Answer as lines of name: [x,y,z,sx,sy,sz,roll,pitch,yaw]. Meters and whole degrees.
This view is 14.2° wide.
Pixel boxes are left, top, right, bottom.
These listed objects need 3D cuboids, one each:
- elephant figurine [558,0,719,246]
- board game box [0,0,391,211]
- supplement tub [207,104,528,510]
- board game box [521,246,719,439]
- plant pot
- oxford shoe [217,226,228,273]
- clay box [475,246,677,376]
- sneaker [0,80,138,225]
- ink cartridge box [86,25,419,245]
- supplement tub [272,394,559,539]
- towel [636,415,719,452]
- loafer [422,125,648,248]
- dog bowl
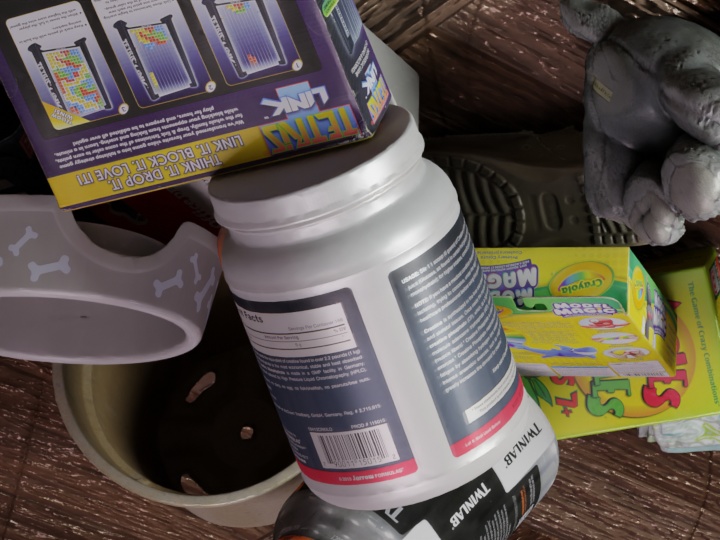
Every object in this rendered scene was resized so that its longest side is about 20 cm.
elephant figurine: [0.229,-0.083,1.689,0.199,0.156,0.141,-7,-165,-38]
board game box: [-0.104,-0.134,1.608,0.199,0.057,0.166,-12,118,21]
supplement tub: [0.004,0.021,1.646,0.140,0.140,0.201,-12,112,21]
board game box: [0.146,0.055,1.924,0.199,0.048,0.102,-10,102,18]
plant pot: [-0.087,0.084,1.921,0.200,0.201,0.184,-3,159,7]
oxford shoe: [0.000,0.000,1.785,0.073,0.072,0.200,-25,159,30]
clay box: [0.124,0.024,1.791,0.114,0.048,0.200,0,165,15]
sneaker: [-0.207,-0.070,1.756,0.200,0.075,0.084,24,151,-32]
ink cartridge box: [-0.077,-0.087,1.735,0.199,0.067,0.116,-19,143,28]
supplement tub: [0.028,0.154,1.841,0.122,0.200,0.123,25,140,24]
towel: [0.285,0.070,1.996,0.199,0.048,0.171,-4,149,8]
loafer: [0.107,-0.049,1.783,0.199,0.067,0.076,5,115,24]
dog bowl: [-0.181,0.010,1.757,0.199,0.059,0.200,3,165,1]
